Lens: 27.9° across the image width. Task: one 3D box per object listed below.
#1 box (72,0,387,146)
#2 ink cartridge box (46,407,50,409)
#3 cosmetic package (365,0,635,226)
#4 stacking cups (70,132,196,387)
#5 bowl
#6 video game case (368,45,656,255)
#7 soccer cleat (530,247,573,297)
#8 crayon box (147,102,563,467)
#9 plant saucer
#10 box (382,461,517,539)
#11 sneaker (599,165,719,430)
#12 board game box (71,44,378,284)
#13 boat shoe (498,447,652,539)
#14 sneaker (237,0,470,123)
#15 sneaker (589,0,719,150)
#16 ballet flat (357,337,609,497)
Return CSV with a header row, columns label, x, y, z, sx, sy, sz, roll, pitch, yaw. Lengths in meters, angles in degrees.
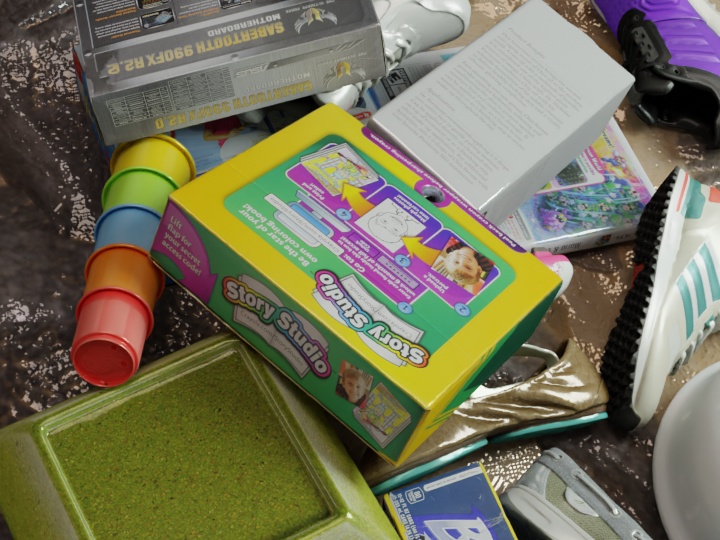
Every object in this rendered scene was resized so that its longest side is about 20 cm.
label,x,y,z,sx,sy,sz,roll,pitch,yaw
box,-0.095,-0.178,0.989,0.197,0.049,0.160,-15,53,-4
ink cartridge box,-0.107,0.179,0.863,0.162,0.076,0.202,-4,55,-4
cosmetic package,0.094,-0.101,1.026,0.101,0.072,0.199,42,54,13
stacking cups,-0.147,-0.007,0.903,0.060,0.061,0.201,6,39,1
bowl,0.291,0.123,0.904,0.198,0.091,0.204,4,59,-7
video game case,0.113,-0.094,1.094,0.180,0.024,0.202,-10,55,-19
soccer cleat,0.061,0.047,0.983,0.197,0.070,0.087,-15,78,-17
crayon box,0.000,0.000,0.891,0.199,0.059,0.172,38,42,14
plant saucer,-0.097,0.125,0.827,0.198,0.048,0.201,-23,58,-19
box,0.077,0.220,0.851,0.069,0.065,0.202,-16,57,-14
sneaker,0.229,0.026,0.996,0.092,0.070,0.202,22,60,-4
board game box,-0.092,-0.106,1.080,0.197,0.056,0.197,-17,57,-15
boat shoe,0.173,0.185,0.878,0.201,0.075,0.065,34,63,27
sneaker,-0.010,-0.149,1.044,0.197,0.078,0.100,-15,63,-3
sneaker,0.237,-0.168,1.136,0.099,0.070,0.200,-34,62,-22
ballet flat,0.072,0.085,0.925,0.198,0.068,0.073,-15,79,-26
